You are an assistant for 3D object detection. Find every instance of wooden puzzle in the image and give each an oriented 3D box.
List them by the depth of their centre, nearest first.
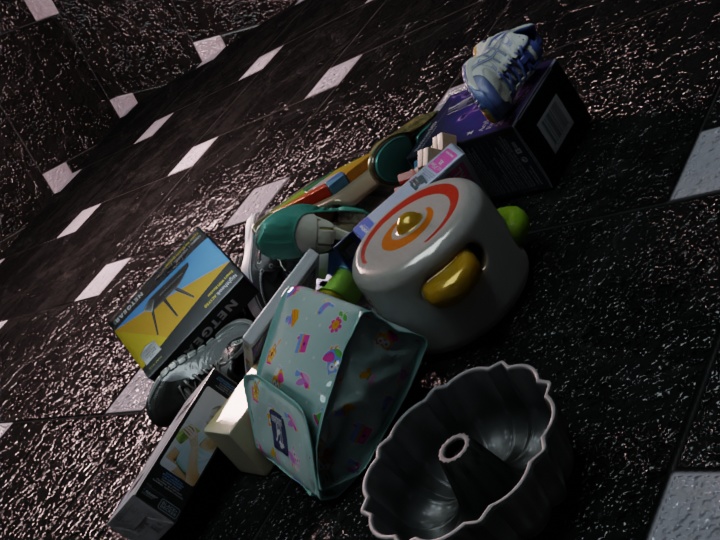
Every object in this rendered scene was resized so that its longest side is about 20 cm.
[{"bbox_3d":[-0.046,-0.120,1.493,0.198,0.038,0.185,-14,19,41],"label":"wooden puzzle"}]

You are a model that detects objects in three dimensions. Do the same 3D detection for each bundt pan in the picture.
[{"bbox_3d":[0.100,0.179,0.889,0.201,0.076,0.203,-32,24,16],"label":"bundt pan"}]

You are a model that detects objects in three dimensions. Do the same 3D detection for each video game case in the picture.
[{"bbox_3d":[-0.102,0.068,1.314,0.144,0.018,0.200,-54,-10,-21],"label":"video game case"}]

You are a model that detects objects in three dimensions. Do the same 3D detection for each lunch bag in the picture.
[{"bbox_3d":[-0.042,0.133,1.122,0.170,0.121,0.202,19,84,56],"label":"lunch bag"}]

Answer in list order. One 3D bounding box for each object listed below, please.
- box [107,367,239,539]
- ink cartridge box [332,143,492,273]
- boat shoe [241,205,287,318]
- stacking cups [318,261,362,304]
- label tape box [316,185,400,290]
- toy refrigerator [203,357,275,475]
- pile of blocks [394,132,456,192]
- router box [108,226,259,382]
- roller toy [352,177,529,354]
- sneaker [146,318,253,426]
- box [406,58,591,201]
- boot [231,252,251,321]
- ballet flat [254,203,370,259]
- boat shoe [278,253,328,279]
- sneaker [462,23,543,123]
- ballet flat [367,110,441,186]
[{"bbox_3d":[-0.221,0.230,1.255,0.117,0.060,0.201,-47,10,49],"label":"box"},{"bbox_3d":[0.073,-0.051,1.291,0.199,0.120,0.042,-39,40,-2],"label":"ink cartridge box"},{"bbox_3d":[-0.133,-0.014,1.547,0.066,0.070,0.202,-28,44,28],"label":"boat shoe"},{"bbox_3d":[0.000,0.000,1.380,0.060,0.061,0.201,-4,43,53],"label":"stacking cups"},{"bbox_3d":[-0.014,-0.053,1.501,0.200,0.063,0.144,-47,24,-18],"label":"label tape box"},{"bbox_3d":[-0.097,0.145,1.250,0.070,0.076,0.201,-6,40,52],"label":"toy refrigerator"},{"bbox_3d":[0.060,-0.093,1.338,0.082,0.061,0.202,49,124,53],"label":"pile of blocks"},{"bbox_3d":[-0.262,0.053,1.508,0.200,0.051,0.149,-47,49,-2],"label":"router box"},{"bbox_3d":[0.086,-0.009,1.170,0.181,0.140,0.201,-19,30,39],"label":"roller toy"},{"bbox_3d":[-0.209,0.147,1.413,0.200,0.075,0.115,-44,22,-12],"label":"sneaker"},{"bbox_3d":[0.185,-0.177,1.374,0.199,0.105,0.149,-11,36,47],"label":"box"},{"bbox_3d":[-0.240,0.063,1.604,0.209,0.080,0.159,-14,39,26],"label":"boot"},{"bbox_3d":[-0.046,-0.051,1.302,0.070,0.068,0.199,8,12,37],"label":"ballet flat"},{"bbox_3d":[-0.089,-0.029,1.439,0.200,0.059,0.077,-167,82,-78],"label":"boat shoe"},{"bbox_3d":[0.186,-0.261,1.296,0.087,0.076,0.201,-26,27,27],"label":"sneaker"},{"bbox_3d":[0.059,-0.169,1.435,0.070,0.071,0.200,-13,18,46],"label":"ballet flat"}]
